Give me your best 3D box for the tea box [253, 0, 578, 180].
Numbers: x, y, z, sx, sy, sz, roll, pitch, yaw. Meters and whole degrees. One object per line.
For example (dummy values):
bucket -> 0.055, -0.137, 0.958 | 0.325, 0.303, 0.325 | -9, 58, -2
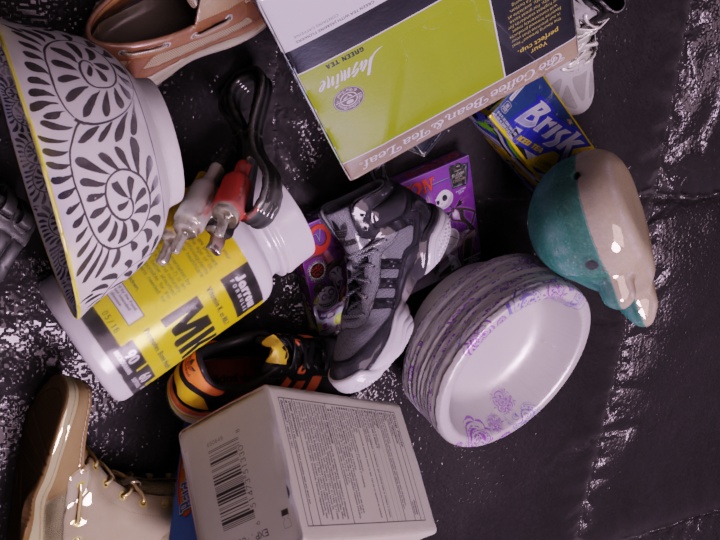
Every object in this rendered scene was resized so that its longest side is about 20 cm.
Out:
tea box -> 0.028, -0.203, 0.613 | 0.199, 0.134, 0.197 | -28, 147, 1

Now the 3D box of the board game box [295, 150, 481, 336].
board game box -> 0.028, -0.027, 0.866 | 0.199, 0.032, 0.121 | -25, 117, -22

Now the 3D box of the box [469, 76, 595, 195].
box -> 0.184, -0.127, 0.899 | 0.070, 0.064, 0.200 | -49, 128, -1

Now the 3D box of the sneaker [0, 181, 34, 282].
sneaker -> -0.275, -0.074, 0.627 | 0.098, 0.071, 0.202 | 11, 109, -37

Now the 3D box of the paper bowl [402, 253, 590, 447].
paper bowl -> 0.130, 0.073, 0.909 | 0.199, 0.104, 0.202 | -22, 133, -26

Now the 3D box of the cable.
cable -> -0.094, -0.093, 0.663 | 0.050, 0.096, 0.202 | 37, 48, -39

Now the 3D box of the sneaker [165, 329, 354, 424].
sneaker -> -0.068, 0.087, 0.784 | 0.198, 0.071, 0.090 | -6, 154, -28

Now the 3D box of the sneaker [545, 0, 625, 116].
sneaker -> 0.203, -0.223, 0.840 | 0.075, 0.115, 0.201 | -39, 126, -13

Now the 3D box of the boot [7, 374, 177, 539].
boot -> -0.213, 0.182, 0.767 | 0.154, 0.073, 0.202 | 5, 108, -33

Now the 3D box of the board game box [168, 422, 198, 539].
board game box -> -0.086, 0.225, 0.825 | 0.045, 0.153, 0.200 | -27, 132, 28

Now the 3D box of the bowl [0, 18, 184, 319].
bowl -> -0.178, -0.078, 0.600 | 0.093, 0.200, 0.203 | -18, 118, -22

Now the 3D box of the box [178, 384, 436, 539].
box -> -0.042, 0.185, 0.766 | 0.108, 0.129, 0.199 | -30, 153, 26

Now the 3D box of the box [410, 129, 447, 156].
box -> 0.040, -0.227, 0.777 | 0.159, 0.046, 0.200 | -50, 126, -6

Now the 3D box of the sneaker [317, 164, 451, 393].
sneaker -> 0.000, 0.000, 0.782 | 0.114, 0.075, 0.201 | 42, 62, -29

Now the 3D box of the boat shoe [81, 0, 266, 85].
boat shoe -> -0.119, -0.203, 0.654 | 0.200, 0.072, 0.076 | -41, 85, -13

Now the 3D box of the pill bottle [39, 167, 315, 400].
pill bottle -> -0.142, 0.003, 0.713 | 0.199, 0.114, 0.115 | -36, 125, -15

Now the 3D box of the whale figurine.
whale figurine -> 0.231, -0.022, 0.868 | 0.103, 0.160, 0.200 | -17, 136, 24
